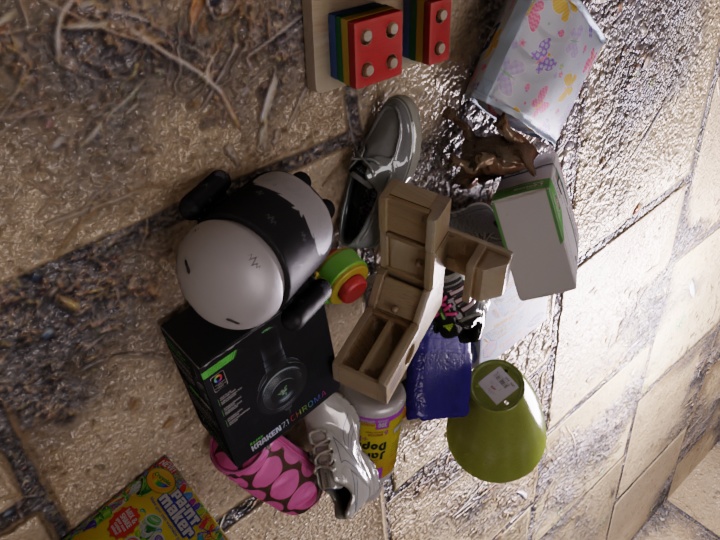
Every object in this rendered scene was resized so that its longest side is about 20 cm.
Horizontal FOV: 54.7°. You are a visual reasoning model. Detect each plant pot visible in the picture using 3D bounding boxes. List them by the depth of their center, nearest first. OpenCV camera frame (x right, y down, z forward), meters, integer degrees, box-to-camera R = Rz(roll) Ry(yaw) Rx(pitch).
[{"bbox_3d":[0.234,0.240,1.206,0.187,0.186,0.201,-41,148,-18],"label":"plant pot"}]

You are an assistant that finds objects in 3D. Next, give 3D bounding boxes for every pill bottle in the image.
[{"bbox_3d":[0.009,0.258,1.075,0.103,0.104,0.204,-18,127,-37],"label":"pill bottle"}]

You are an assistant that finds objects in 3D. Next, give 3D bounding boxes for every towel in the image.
[{"bbox_3d":[0.119,0.128,1.093,0.146,0.049,0.205,8,81,-44],"label":"towel"}]

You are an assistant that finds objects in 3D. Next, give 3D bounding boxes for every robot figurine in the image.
[{"bbox_3d":[-0.106,-0.025,0.737,0.200,0.148,0.127,-51,151,-47],"label":"robot figurine"}]

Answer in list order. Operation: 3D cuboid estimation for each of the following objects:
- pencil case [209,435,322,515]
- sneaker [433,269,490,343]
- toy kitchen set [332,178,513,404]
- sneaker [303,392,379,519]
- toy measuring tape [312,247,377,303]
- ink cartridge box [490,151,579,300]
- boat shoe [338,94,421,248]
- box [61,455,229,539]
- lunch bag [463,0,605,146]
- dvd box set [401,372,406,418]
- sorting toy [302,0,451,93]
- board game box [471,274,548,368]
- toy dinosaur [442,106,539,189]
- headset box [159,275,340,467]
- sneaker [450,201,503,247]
[{"bbox_3d":[-0.120,0.268,0.964,0.092,0.092,0.200,-22,143,13],"label":"pencil case"},{"bbox_3d":[0.127,0.050,1.019,0.199,0.073,0.089,34,55,-44],"label":"sneaker"},{"bbox_3d":[0.073,0.040,0.836,0.182,0.161,0.202,-55,156,-34],"label":"toy kitchen set"},{"bbox_3d":[-0.035,0.256,0.980,0.203,0.073,0.087,65,32,-12],"label":"sneaker"},{"bbox_3d":[0.000,0.000,0.929,0.198,0.073,0.075,-13,124,-48],"label":"toy measuring tape"},{"bbox_3d":[0.254,-0.070,0.993,0.148,0.083,0.200,69,25,-17],"label":"ink cartridge box"},{"bbox_3d":[0.019,-0.117,0.869,0.071,0.070,0.204,-14,127,-46],"label":"boat shoe"},{"bbox_3d":[-0.240,0.372,0.819,0.192,0.199,0.123,-38,136,-22],"label":"box"},{"bbox_3d":[0.225,-0.283,0.933,0.199,0.126,0.172,4,113,-59],"label":"lunch bag"},{"bbox_3d":[0.101,0.170,1.170,0.198,0.029,0.149,-20,128,-36],"label":"dvd box set"},{"bbox_3d":[0.034,-0.310,0.760,0.198,0.069,0.202,-26,131,-32],"label":"sorting toy"},{"bbox_3d":[0.268,0.052,1.257,0.198,0.041,0.203,-29,133,-30],"label":"board game box"},{"bbox_3d":[0.189,-0.156,0.946,0.134,0.199,0.088,18,90,-37],"label":"toy dinosaur"},{"bbox_3d":[-0.125,0.101,0.841,0.173,0.092,0.203,-34,137,-27],"label":"headset box"},{"bbox_3d":[0.161,-0.042,1.028,0.198,0.115,0.076,-25,131,-33],"label":"sneaker"}]
